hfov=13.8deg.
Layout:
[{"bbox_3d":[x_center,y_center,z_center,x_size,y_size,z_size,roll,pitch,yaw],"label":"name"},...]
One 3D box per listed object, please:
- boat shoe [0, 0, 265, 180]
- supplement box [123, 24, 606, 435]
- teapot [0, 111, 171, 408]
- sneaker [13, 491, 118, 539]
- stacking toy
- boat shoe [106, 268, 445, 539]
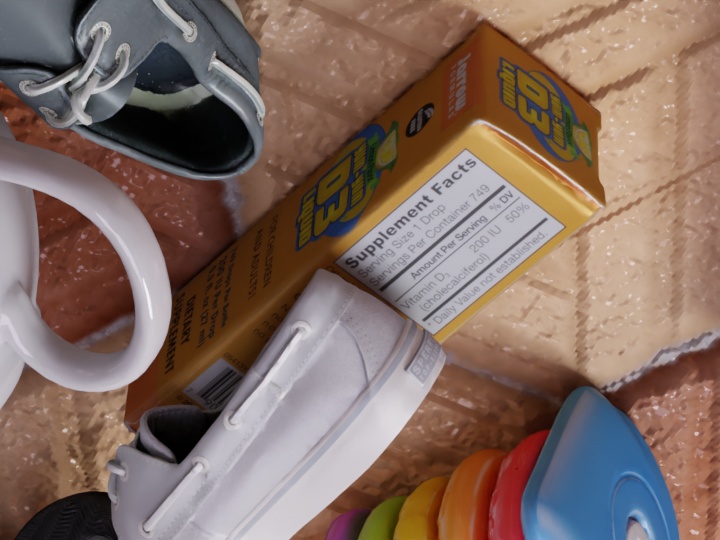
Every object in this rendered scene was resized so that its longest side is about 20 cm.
[{"bbox_3d":[-0.085,-0.077,0.980,0.073,0.062,0.200,-26,160,16],"label":"boat shoe"},{"bbox_3d":[0.000,0.000,1.103,0.069,0.067,0.200,38,120,-24],"label":"supplement box"},{"bbox_3d":[-0.178,0.018,1.026,0.197,0.200,0.146,-40,106,-6],"label":"teapot"},{"bbox_3d":[-0.098,0.169,1.231,0.075,0.115,0.200,21,114,26],"label":"sneaker"},{"bbox_3d":[0.023,0.129,1.195,0.200,0.110,0.116,-14,113,25],"label":"stacking toy"},{"bbox_3d":[-0.055,0.076,1.084,0.068,0.072,0.200,41,124,-6],"label":"boat shoe"}]
